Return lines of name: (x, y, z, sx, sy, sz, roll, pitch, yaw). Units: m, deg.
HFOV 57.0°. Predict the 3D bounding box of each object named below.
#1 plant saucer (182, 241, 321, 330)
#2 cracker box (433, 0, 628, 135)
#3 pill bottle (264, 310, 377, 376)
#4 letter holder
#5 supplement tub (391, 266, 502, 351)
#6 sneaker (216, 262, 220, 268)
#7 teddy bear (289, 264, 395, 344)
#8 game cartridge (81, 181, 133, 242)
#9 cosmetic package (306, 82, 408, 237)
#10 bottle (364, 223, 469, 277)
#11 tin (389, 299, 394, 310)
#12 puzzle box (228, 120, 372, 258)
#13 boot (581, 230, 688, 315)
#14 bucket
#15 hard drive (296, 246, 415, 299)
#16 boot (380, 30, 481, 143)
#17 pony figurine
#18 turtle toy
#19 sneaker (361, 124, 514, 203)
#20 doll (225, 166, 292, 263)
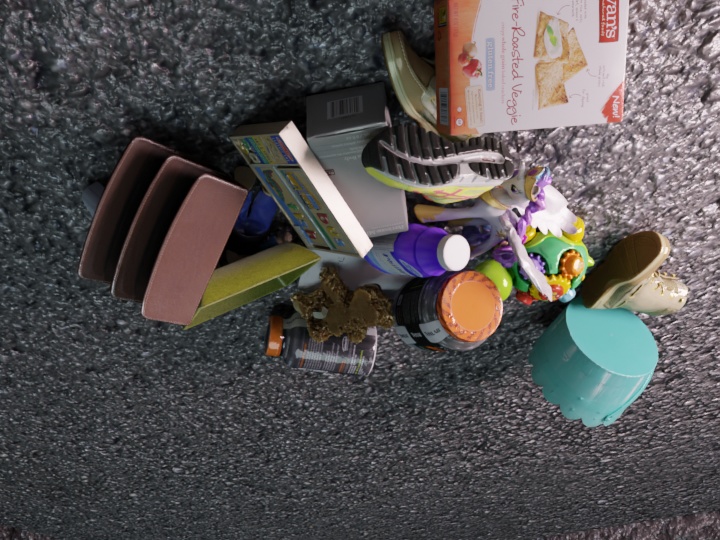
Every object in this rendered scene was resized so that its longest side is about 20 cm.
plant saucer: (-0.179, 0.017, 1.017, 0.197, 0.049, 0.200, -24, 177, -25)
cracker box: (0.179, -0.220, 0.701, 0.195, 0.058, 0.137, -7, 106, -9)
pill bottle: (-0.075, 0.131, 1.218, 0.195, 0.108, 0.107, 9, 144, -14)
letter holder: (-0.259, -0.050, 0.857, 0.141, 0.100, 0.203, 16, 103, -48)
supplement tub: (0.130, 0.060, 1.008, 0.120, 0.126, 0.200, 9, 172, -13)
sneaker: (-0.277, -0.015, 1.032, 0.076, 0.084, 0.201, -8, 145, 9)
teddy bear: (-0.030, 0.061, 1.096, 0.146, 0.067, 0.199, 52, 134, -3)
game cartridge: (-0.333, -0.030, 0.977, 0.132, 0.041, 0.202, 28, 150, 37)
cosmetic package: (0.000, -0.135, 0.871, 0.104, 0.092, 0.202, -10, 140, 8)
bottle: (0.078, -0.029, 0.957, 0.083, 0.066, 0.199, 35, 166, -28)
tin: (0.084, 0.078, 1.172, 0.195, 0.043, 0.112, 6, 174, -9)
puzzle box: (-0.077, -0.102, 0.861, 0.132, 0.026, 0.201, 11, 142, 51)
boot: (0.481, 0.012, 1.095, 0.152, 0.074, 0.201, 9, 145, -13)
bucket: (0.417, 0.154, 1.185, 0.202, 0.210, 0.136, 8, 136, -13)
hard drive: (0.000, 0.000, 1.108, 0.195, 0.026, 0.133, 7, 143, -11)
boot: (0.122, -0.223, 0.765, 0.152, 0.073, 0.200, -18, 146, 23)
pony figurine: (0.203, -0.067, 0.934, 0.197, 0.169, 0.193, -11, 135, 42)
turtle toy: (0.270, -0.001, 1.047, 0.195, 0.103, 0.147, -4, 144, 4)
sneaker: (0.087, -0.115, 0.806, 0.196, 0.080, 0.090, 4, 156, -24)
doll: (-0.167, -0.066, 0.994, 0.133, 0.049, 0.201, 9, 143, -17)
